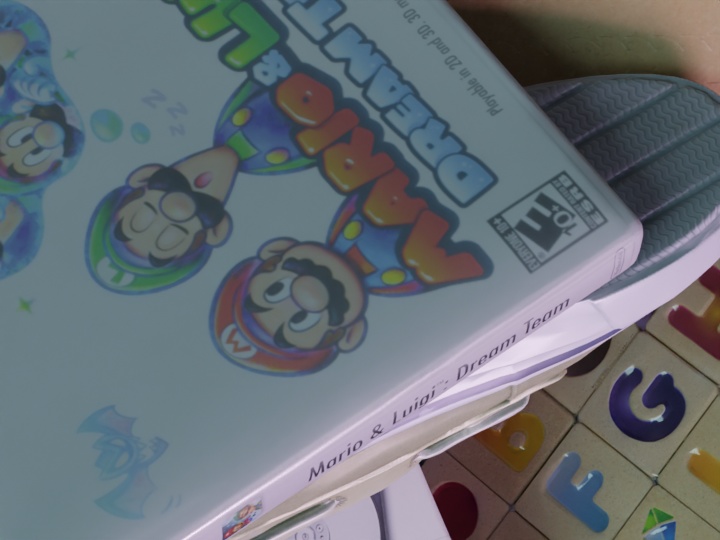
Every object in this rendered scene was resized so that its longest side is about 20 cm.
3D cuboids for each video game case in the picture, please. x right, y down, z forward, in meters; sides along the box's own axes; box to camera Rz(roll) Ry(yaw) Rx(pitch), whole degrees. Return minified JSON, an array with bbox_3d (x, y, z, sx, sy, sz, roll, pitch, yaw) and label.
[{"bbox_3d":[-0.060,-0.031,0.690,0.200,0.181,0.024,50,161,21],"label":"video game case"}]

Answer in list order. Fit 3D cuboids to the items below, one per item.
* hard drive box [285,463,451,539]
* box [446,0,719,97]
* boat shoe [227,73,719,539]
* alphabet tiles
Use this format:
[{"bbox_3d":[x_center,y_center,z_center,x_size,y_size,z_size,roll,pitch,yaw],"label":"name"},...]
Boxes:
[{"bbox_3d":[-0.073,0.057,0.759,0.077,0.155,0.201,-20,95,64],"label":"hard drive box"},{"bbox_3d":[0.094,-0.104,0.736,0.198,0.021,0.165,-1,108,4],"label":"box"},{"bbox_3d":[0.014,0.013,0.720,0.072,0.199,0.062,55,163,27],"label":"boat shoe"},{"bbox_3d":[0.099,0.093,0.794,0.200,0.006,0.167,39,94,33],"label":"alphabet tiles"}]
